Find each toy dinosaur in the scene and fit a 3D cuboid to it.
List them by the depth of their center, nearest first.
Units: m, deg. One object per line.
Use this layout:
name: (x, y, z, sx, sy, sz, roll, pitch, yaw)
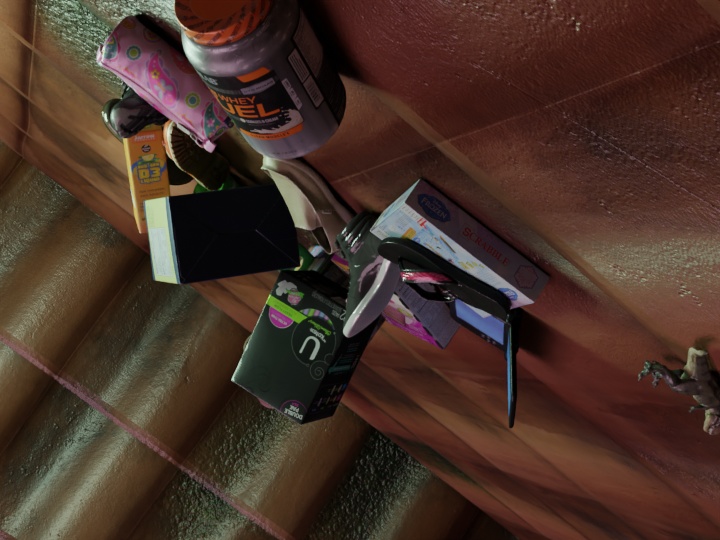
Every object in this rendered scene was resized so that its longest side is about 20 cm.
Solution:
toy dinosaur: (0.372, 0.125, 1.227, 0.088, 0.048, 0.200, 9, 154, 32)

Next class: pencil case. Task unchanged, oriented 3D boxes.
pencil case: (-0.255, -0.249, 1.432, 0.200, 0.088, 0.087, 40, 167, -11)

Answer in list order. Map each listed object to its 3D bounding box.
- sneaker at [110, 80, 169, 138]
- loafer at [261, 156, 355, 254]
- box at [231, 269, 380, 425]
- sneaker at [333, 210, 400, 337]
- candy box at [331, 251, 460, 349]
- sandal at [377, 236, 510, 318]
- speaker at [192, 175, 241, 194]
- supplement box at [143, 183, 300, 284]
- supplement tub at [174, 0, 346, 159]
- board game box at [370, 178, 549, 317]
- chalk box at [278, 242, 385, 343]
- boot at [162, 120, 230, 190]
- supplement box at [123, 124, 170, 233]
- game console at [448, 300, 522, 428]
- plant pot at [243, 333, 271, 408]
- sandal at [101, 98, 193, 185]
sneaker: (-0.315, -0.242, 1.520, 0.079, 0.075, 0.200, 53, -164, -5)
loafer: (-0.075, -0.095, 1.554, 0.200, 0.068, 0.075, 43, 166, -29)
box: (-0.085, 0.120, 1.710, 0.148, 0.201, 0.124, 30, -168, 21)
sneaker: (0.000, 0.000, 1.545, 0.099, 0.071, 0.201, 40, 127, 22)
candy box: (0.059, 0.033, 1.684, 0.136, 0.061, 0.200, 25, 163, 43)
sandal: (0.096, 0.015, 1.359, 0.199, 0.045, 0.075, 29, 166, 27)
speaker: (-0.211, -0.089, 1.902, 0.088, 0.089, 0.200, 23, 162, 45)
supplement box: (-0.225, -0.060, 1.709, 0.199, 0.198, 0.136, -176, 79, -67)
supplement tub: (-0.099, -0.211, 1.066, 0.122, 0.123, 0.200, 28, 165, 31)
board game box: (0.120, -0.022, 1.363, 0.199, 0.041, 0.200, 37, 167, -5)
chalk box: (-0.059, 0.037, 1.868, 0.200, 0.125, 0.124, 41, 166, -18)
boot: (-0.288, -0.204, 1.726, 0.107, 0.075, 0.200, 37, 170, 19)
supplement box: (-0.363, -0.166, 1.827, 0.069, 0.066, 0.201, -117, 21, -52)
game console: (0.177, 0.118, 1.553, 0.175, 0.117, 0.200, 32, 166, 16)
plant pot: (-0.241, 0.264, 3.078, 0.199, 0.200, 0.180, 20, 144, 50)
sandal: (-0.364, -0.227, 1.874, 0.200, 0.082, 0.054, 48, 142, -19)
